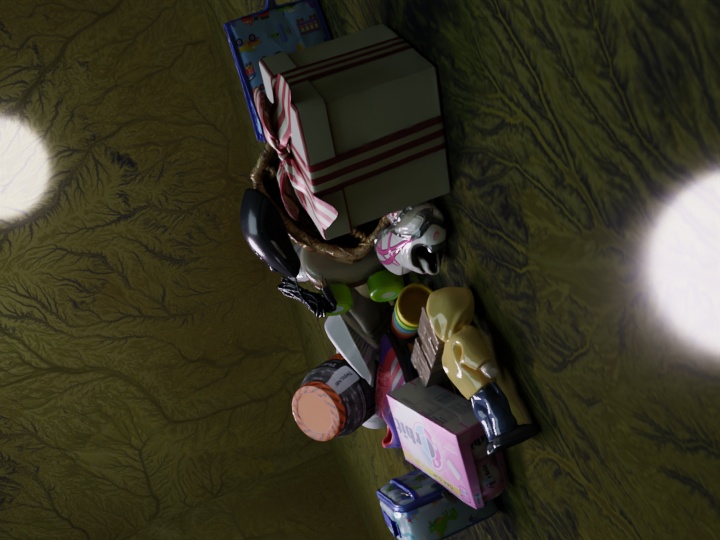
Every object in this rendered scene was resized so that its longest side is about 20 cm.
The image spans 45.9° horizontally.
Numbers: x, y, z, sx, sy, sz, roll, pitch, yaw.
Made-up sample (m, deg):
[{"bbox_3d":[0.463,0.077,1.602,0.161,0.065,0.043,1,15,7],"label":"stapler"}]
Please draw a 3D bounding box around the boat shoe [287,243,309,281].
[{"bbox_3d":[-0.048,-0.059,1.416,0.065,0.200,0.072,8,136,43],"label":"boat shoe"}]

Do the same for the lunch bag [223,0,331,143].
[{"bbox_3d":[-0.113,-0.316,1.298,0.094,0.149,0.203,-145,37,-73],"label":"lunch bag"}]

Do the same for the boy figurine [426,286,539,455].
[{"bbox_3d":[0.136,0.115,1.004,0.125,0.064,0.202,94,155,-67],"label":"boy figurine"}]

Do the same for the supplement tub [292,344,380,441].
[{"bbox_3d":[-0.021,0.201,1.438,0.121,0.199,0.124,11,111,29],"label":"supplement tub"}]

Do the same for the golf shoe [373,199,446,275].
[{"bbox_3d":[0.066,-0.026,1.095,0.200,0.072,0.093,100,147,-70],"label":"golf shoe"}]

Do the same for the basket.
[{"bbox_3d":[-0.050,-0.108,1.166,0.199,0.143,0.149,37,169,-2],"label":"basket"}]

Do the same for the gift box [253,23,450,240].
[{"bbox_3d":[-0.014,-0.159,0.957,0.200,0.184,0.187,-123,17,-57],"label":"gift box"}]

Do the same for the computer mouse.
[{"bbox_3d":[-0.104,-0.013,1.169,0.140,0.046,0.202,27,147,43],"label":"computer mouse"}]

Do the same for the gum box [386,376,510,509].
[{"bbox_3d":[0.123,0.237,1.189,0.199,0.066,0.115,19,130,61],"label":"gum box"}]

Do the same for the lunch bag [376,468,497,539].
[{"bbox_3d":[0.111,0.351,1.296,0.200,0.159,0.084,141,108,-80],"label":"lunch bag"}]

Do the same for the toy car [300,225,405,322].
[{"bbox_3d":[0.000,0.000,1.335,0.200,0.156,0.166,63,-167,-65],"label":"toy car"}]

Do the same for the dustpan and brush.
[{"bbox_3d":[-0.028,0.079,1.347,0.200,0.057,0.140,46,-171,-4],"label":"dustpan and brush"}]

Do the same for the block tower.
[{"bbox_3d":[0.109,0.102,1.152,0.201,0.053,0.058,93,156,-67],"label":"block tower"}]

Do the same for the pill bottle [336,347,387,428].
[{"bbox_3d":[0.021,0.210,1.647,0.116,0.114,0.202,-119,15,-44],"label":"pill bottle"}]

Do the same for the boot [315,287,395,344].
[{"bbox_3d":[0.003,0.019,1.483,0.155,0.072,0.201,48,-146,-24],"label":"boot"}]

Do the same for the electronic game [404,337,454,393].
[{"bbox_3d":[0.114,0.202,1.346,0.200,0.041,0.203,161,91,-80],"label":"electronic game"}]

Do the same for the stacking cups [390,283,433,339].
[{"bbox_3d":[0.072,0.066,1.282,0.200,0.060,0.061,115,135,-78],"label":"stacking cups"}]

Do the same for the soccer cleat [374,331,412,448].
[{"bbox_3d":[0.051,0.199,1.379,0.068,0.072,0.203,-114,9,-71],"label":"soccer cleat"}]
